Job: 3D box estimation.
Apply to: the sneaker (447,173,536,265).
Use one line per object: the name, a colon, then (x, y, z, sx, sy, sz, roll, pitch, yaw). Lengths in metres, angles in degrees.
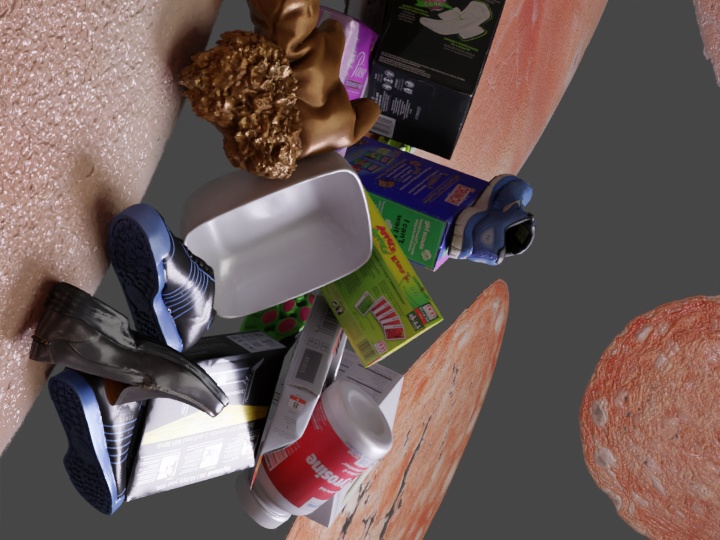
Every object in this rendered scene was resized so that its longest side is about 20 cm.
sneaker: (0.184, -0.057, 1.345, 0.200, 0.089, 0.079, -46, 154, -50)

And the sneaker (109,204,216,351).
sneaker: (-0.181, 0.001, 0.998, 0.078, 0.070, 0.201, -44, 154, -31)

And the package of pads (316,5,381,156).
package of pads: (-0.048, -0.192, 1.190, 0.120, 0.075, 0.201, -15, 125, -72)

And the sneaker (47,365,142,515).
sneaker: (-0.246, 0.155, 1.027, 0.078, 0.070, 0.201, -42, 148, -39)

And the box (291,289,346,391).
box: (-0.045, 0.064, 1.434, 0.158, 0.048, 0.201, -106, -147, -73)

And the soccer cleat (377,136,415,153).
soccer cleat: (0.066, -0.209, 1.541, 0.201, 0.067, 0.081, -59, 178, -22)

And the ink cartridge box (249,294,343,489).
ink cartridge box: (-0.074, 0.154, 1.271, 0.163, 0.050, 0.201, -72, 179, -51)

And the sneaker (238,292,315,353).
sneaker: (-0.125, 0.098, 1.332, 0.200, 0.077, 0.084, -52, 171, -29)

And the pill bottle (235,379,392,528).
pill bottle: (-0.064, 0.241, 1.355, 0.200, 0.112, 0.112, -41, 169, 17)

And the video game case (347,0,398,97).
video game case: (0.027, -0.322, 1.343, 0.182, 0.023, 0.201, -41, 147, -55)

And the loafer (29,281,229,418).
loafer: (-0.207, 0.089, 0.949, 0.200, 0.073, 0.073, 36, 76, -28)

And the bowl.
bowl: (-0.094, -0.048, 1.124, 0.199, 0.075, 0.200, -23, 148, -7)

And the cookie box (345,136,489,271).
cookie box: (0.048, -0.093, 1.378, 0.171, 0.199, 0.076, -38, 146, -57)

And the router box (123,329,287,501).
router box: (-0.182, 0.155, 1.160, 0.199, 0.052, 0.158, -3, 115, -53)

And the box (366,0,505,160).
box: (0.093, -0.268, 1.281, 0.149, 0.124, 0.201, 103, 7, -65)

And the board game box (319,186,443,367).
board game box: (0.000, 0.000, 1.233, 0.101, 0.201, 0.048, -35, 172, 32)

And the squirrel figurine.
squirrel figurine: (-0.079, -0.199, 1.004, 0.200, 0.141, 0.188, -53, 151, -45)

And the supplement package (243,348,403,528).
supplement package: (-0.054, 0.233, 1.540, 0.200, 0.150, 0.153, -45, 152, -51)
